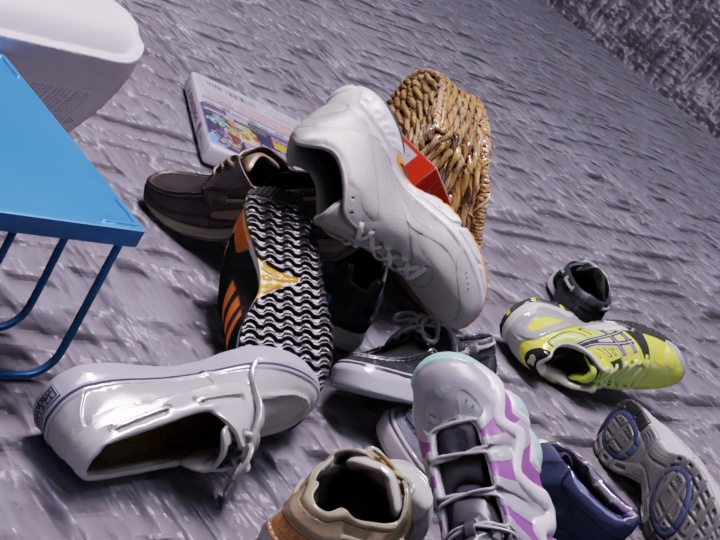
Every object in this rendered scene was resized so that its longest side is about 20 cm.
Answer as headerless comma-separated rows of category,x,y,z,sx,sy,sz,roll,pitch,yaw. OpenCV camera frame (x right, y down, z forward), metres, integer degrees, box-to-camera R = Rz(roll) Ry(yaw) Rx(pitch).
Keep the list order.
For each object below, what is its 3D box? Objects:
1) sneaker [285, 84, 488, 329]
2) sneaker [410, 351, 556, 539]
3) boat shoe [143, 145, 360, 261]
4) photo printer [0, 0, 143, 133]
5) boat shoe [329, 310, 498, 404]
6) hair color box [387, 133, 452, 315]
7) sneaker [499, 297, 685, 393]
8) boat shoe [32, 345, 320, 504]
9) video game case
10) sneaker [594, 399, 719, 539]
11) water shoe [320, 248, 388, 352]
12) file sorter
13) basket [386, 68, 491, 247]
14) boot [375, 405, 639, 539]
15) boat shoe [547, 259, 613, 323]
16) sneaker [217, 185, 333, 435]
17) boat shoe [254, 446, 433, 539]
sneaker,0.012,-0.033,1.041,0.092,0.076,0.201,-35,91,-38
sneaker,0.072,0.151,0.841,0.201,0.077,0.140,66,19,1
boat shoe,-0.083,-0.065,1.131,0.198,0.074,0.075,10,27,20
photo printer,-0.267,-0.147,1.015,0.199,0.166,0.070,4,61,-51
boat shoe,0.048,0.067,1.085,0.073,0.069,0.198,7,-1,41
hair color box,0.037,-0.045,1.227,0.111,0.064,0.200,47,-7,35
sneaker,0.225,0.089,1.337,0.198,0.076,0.077,12,34,-22
boat shoe,-0.090,0.097,0.843,0.201,0.075,0.086,3,36,-46
video game case,-0.079,-0.118,1.419,0.199,0.023,0.183,24,22,-24
sneaker,0.273,0.184,1.181,0.087,0.075,0.200,27,21,-26
water shoe,0.000,0.000,1.185,0.071,0.079,0.200,29,21,-10
file sorter,-0.254,-0.042,0.850,0.138,0.123,0.200,7,32,-48
basket,0.089,-0.104,1.426,0.149,0.143,0.200,37,16,-16
boot,0.103,0.143,0.996,0.200,0.091,0.073,42,23,23
boat shoe,0.241,0.023,1.507,0.075,0.061,0.200,31,21,-2
sneaker,-0.067,0.041,1.016,0.069,0.090,0.202,11,53,-19
boat shoe,0.003,0.149,0.869,0.075,0.069,0.200,37,20,14
